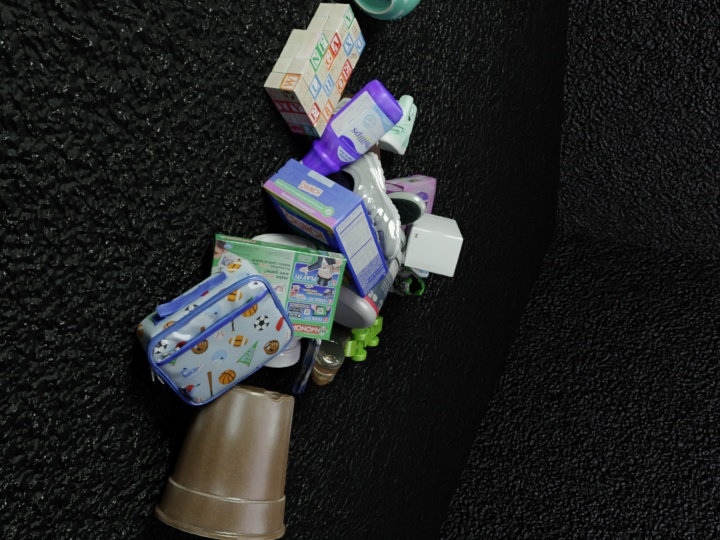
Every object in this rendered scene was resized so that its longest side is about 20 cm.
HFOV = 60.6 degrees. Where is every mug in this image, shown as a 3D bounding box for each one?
[{"bbox_3d":[0.029,-0.514,1.041,0.115,0.183,0.152,-59,174,-25],"label":"mug"}]

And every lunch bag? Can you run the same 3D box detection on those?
[{"bbox_3d":[-0.200,0.087,0.851,0.199,0.076,0.161,-35,134,-13],"label":"lunch bag"}]

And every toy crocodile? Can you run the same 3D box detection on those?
[{"bbox_3d":[0.001,0.149,1.418,0.200,0.061,0.069,-37,135,-60],"label":"toy crocodile"}]

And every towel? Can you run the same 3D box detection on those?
[{"bbox_3d":[-0.089,0.118,1.120,0.201,0.023,0.149,112,-11,-50],"label":"towel"}]

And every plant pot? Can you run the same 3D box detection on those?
[{"bbox_3d":[-0.192,0.278,0.940,0.200,0.197,0.202,29,69,-64],"label":"plant pot"}]

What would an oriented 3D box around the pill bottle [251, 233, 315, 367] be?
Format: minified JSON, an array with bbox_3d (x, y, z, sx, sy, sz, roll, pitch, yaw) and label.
[{"bbox_3d":[-0.133,0.050,1.015,0.111,0.110,0.203,-26,126,-58],"label":"pill bottle"}]

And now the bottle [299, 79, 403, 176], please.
[{"bbox_3d":[-0.023,-0.226,1.042,0.199,0.066,0.083,-39,143,15],"label":"bottle"}]

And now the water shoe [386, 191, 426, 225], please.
[{"bbox_3d":[0.066,-0.136,1.255,0.079,0.199,0.072,-49,114,-31],"label":"water shoe"}]

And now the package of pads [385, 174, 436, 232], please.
[{"bbox_3d":[0.107,-0.155,1.448,0.199,0.075,0.123,-24,125,-59],"label":"package of pads"}]

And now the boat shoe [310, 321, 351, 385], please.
[{"bbox_3d":[-0.068,0.157,1.219,0.200,0.075,0.075,-71,-176,-71],"label":"boat shoe"}]

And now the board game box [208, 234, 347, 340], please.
[{"bbox_3d":[-0.130,0.028,0.932,0.029,0.197,0.137,-124,-134,-66],"label":"board game box"}]

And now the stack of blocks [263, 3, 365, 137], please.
[{"bbox_3d":[-0.070,-0.337,1.004,0.202,0.058,0.115,-67,153,-18],"label":"stack of blocks"}]

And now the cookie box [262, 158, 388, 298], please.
[{"bbox_3d":[-0.054,-0.068,1.036,0.075,0.170,0.201,-46,145,-17],"label":"cookie box"}]

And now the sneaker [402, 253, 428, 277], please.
[{"bbox_3d":[0.135,-0.034,1.564,0.199,0.076,0.082,13,99,-64],"label":"sneaker"}]

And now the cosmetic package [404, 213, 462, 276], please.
[{"bbox_3d":[0.150,-0.062,1.304,0.200,0.106,0.086,-69,173,-73],"label":"cosmetic package"}]

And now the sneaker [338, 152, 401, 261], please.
[{"bbox_3d":[0.013,-0.106,1.083,0.075,0.081,0.203,118,-44,-66],"label":"sneaker"}]

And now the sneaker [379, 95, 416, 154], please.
[{"bbox_3d":[0.067,-0.306,1.267,0.200,0.073,0.120,-38,144,-76],"label":"sneaker"}]

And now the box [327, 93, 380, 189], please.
[{"bbox_3d":[-0.014,-0.216,1.171,0.100,0.074,0.202,-51,147,-41],"label":"box"}]

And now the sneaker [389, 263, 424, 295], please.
[{"bbox_3d":[0.071,0.013,1.409,0.198,0.085,0.079,8,106,-40],"label":"sneaker"}]

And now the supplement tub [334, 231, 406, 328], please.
[{"bbox_3d":[0.000,0.000,1.232,0.202,0.138,0.141,-63,152,-25],"label":"supplement tub"}]
